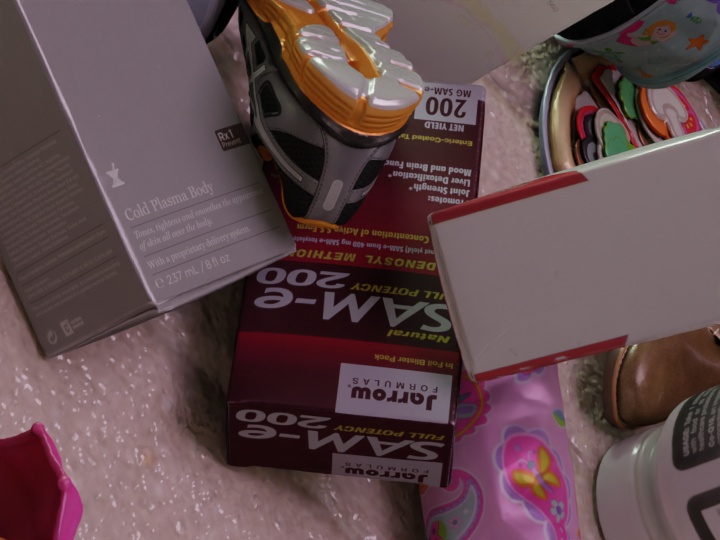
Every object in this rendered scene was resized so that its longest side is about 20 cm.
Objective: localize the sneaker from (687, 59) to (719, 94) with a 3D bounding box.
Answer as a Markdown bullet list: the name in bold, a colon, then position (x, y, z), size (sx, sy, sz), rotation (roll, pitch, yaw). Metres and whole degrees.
- **sneaker**: position (0.271, -0.146, 1.529), size (0.199, 0.078, 0.090), rotation (1, 76, -40)

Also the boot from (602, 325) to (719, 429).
- **boot**: position (0.217, 0.047, 1.333), size (0.199, 0.075, 0.074), rotation (-20, 117, -44)

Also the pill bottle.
- **pill bottle**: position (0.234, 0.107, 1.234), size (0.114, 0.199, 0.115), rotation (26, 52, -38)

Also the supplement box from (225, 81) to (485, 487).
- **supplement box**: position (0.000, 0.000, 1.098), size (0.108, 0.061, 0.201), rotation (5, 56, 2)

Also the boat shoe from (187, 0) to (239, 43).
- **boat shoe**: position (-0.062, -0.200, 1.114), size (0.066, 0.069, 0.201), rotation (-9, 116, -76)

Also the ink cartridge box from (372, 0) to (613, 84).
- **ink cartridge box**: position (0.067, -0.189, 1.209), size (0.125, 0.199, 0.129), rotation (51, 40, -15)

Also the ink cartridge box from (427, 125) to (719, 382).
- **ink cartridge box**: position (0.135, -0.016, 1.083), size (0.200, 0.146, 0.083), rotation (-19, 93, -70)

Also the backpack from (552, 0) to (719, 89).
- **backpack**: position (0.186, -0.212, 1.372), size (0.150, 0.177, 0.201), rotation (28, 42, -34)

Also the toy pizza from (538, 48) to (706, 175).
- **toy pizza**: position (0.184, -0.052, 1.401), size (0.200, 0.032, 0.201), rotation (26, 52, -38)

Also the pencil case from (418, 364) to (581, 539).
- **pencil case**: position (0.065, 0.094, 1.149), size (0.087, 0.087, 0.201), rotation (9, 64, -46)

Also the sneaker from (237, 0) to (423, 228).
- **sneaker**: position (-0.025, -0.088, 1.067), size (0.078, 0.078, 0.200), rotation (14, 21, -13)

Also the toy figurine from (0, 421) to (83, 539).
- **toy figurine**: position (-0.188, 0.074, 0.852), size (0.200, 0.150, 0.185), rotation (-36, 108, -29)

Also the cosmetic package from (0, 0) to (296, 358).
- **cosmetic package**: position (-0.124, -0.074, 1.022), size (0.107, 0.090, 0.201), rotation (-25, 93, -49)
